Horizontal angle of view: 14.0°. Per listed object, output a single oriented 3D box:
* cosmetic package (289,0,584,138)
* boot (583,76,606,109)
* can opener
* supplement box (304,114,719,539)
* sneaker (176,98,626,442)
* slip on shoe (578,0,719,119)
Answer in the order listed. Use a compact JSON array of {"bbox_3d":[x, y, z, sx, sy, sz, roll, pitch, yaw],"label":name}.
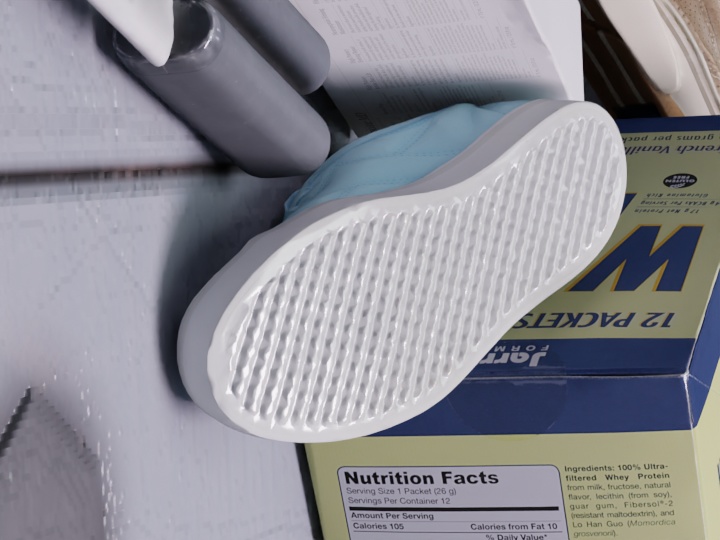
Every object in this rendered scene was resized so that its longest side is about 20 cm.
[{"bbox_3d":[0.018,-0.095,0.928,0.200,0.082,0.051,53,34,-71],"label":"cosmetic package"},{"bbox_3d":[0.127,-0.104,1.205,0.095,0.073,0.201,31,83,-33],"label":"boot"},{"bbox_3d":[-0.040,-0.075,0.813,0.200,0.066,0.053,52,38,-69],"label":"can opener"},{"bbox_3d":[0.079,0.076,1.050,0.200,0.133,0.201,-62,146,-58],"label":"supplement box"},{"bbox_3d":[0.000,0.000,0.925,0.199,0.082,0.074,-26,110,-45],"label":"sneaker"},{"bbox_3d":[0.135,-0.058,1.135,0.201,0.060,0.076,59,-18,-12],"label":"slip on shoe"}]
